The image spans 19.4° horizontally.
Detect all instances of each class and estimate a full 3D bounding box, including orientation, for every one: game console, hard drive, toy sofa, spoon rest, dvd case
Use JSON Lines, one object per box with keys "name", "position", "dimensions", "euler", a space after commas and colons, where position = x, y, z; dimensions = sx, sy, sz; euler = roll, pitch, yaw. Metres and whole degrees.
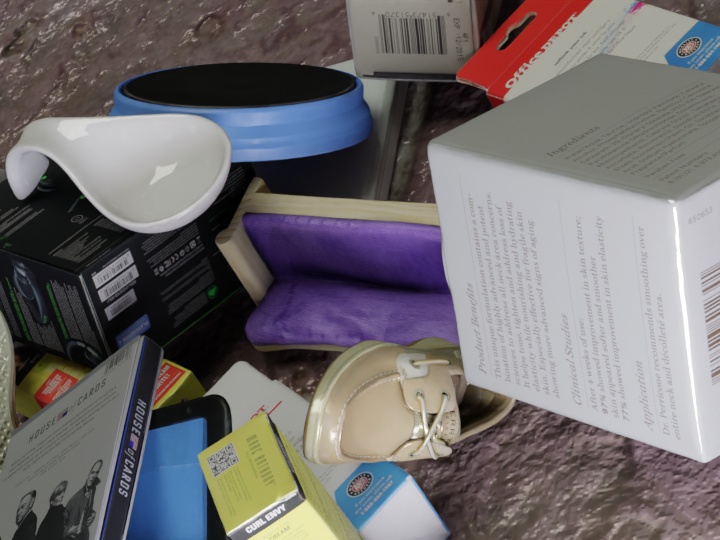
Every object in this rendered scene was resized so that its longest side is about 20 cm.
{"name": "game console", "position": [-0.173, 0.182, 1.348], "dimensions": [0.175, 0.117, 0.199], "euler": [-34, 10, -38]}
{"name": "hard drive", "position": [-0.033, -0.082, 1.639], "dimensions": [0.131, 0.026, 0.201], "euler": [-14, 44, 25]}
{"name": "toy sofa", "position": [0.000, 0.000, 1.464], "dimensions": [0.198, 0.083, 0.098], "euler": [5, 54, 31]}
{"name": "spoon rest", "position": [-0.175, -0.073, 1.474], "dimensions": [0.199, 0.061, 0.100], "euler": [6, 55, 36]}
{"name": "dvd case", "position": [-0.197, 0.152, 1.379], "dimensions": [0.150, 0.025, 0.201], "euler": [-35, 31, 33]}

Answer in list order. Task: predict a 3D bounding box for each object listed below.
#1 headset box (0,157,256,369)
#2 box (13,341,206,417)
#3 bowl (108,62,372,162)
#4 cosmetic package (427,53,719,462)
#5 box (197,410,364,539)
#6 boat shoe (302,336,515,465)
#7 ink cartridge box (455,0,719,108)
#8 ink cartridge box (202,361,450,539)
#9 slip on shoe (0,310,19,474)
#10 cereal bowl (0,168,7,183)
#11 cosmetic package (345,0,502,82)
{"name": "headset box", "position": [-0.193, -0.022, 1.564], "dimensions": [0.199, 0.093, 0.174], "euler": [14, 42, 43]}
{"name": "box", "position": [-0.193, 0.089, 1.550], "dimensions": [0.075, 0.050, 0.199], "euler": [-47, 40, -19]}
{"name": "bowl", "position": [-0.090, -0.122, 1.576], "dimensions": [0.198, 0.040, 0.201], "euler": [0, 16, 0]}
{"name": "cosmetic package", "position": [0.172, -0.015, 1.261], "dimensions": [0.166, 0.169, 0.199], "euler": [-29, 30, -34]}
{"name": "box", "position": [-0.019, 0.175, 1.223], "dimensions": [0.050, 0.200, 0.075], "euler": [-33, 39, 3]}
{"name": "boat shoe", "position": [0.033, 0.084, 1.311], "dimensions": [0.065, 0.199, 0.073], "euler": [18, 103, 27]}
{"name": "ink cartridge box", "position": [0.174, -0.130, 1.497], "dimensions": [0.116, 0.067, 0.199], "euler": [-46, 39, -13]}
{"name": "ink cartridge box", "position": [-0.049, 0.152, 1.376], "dimensions": [0.116, 0.067, 0.200], "euler": [-45, 40, -11]}
{"name": "slip on shoe", "position": [-0.279, 0.101, 1.528], "dimensions": [0.073, 0.202, 0.061], "euler": [-15, -4, -18]}
{"name": "cereal bowl", "position": [-0.344, -0.010, 1.675], "dimensions": [0.198, 0.200, 0.084], "euler": [-17, 64, 23]}
{"name": "cosmetic package", "position": [0.058, -0.234, 1.629], "dimensions": [0.102, 0.088, 0.201], "euler": [3, 37, 14]}
